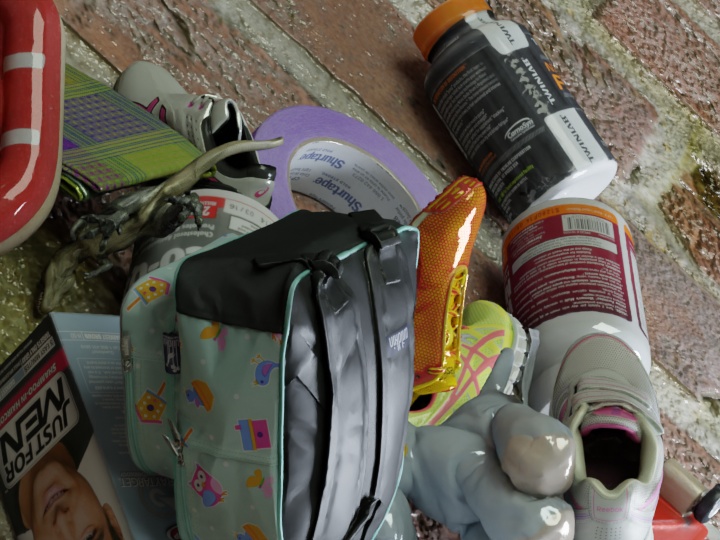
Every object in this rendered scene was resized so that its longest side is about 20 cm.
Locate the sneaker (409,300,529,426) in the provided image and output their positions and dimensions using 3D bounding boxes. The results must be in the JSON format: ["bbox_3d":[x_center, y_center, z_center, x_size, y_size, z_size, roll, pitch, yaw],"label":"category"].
[{"bbox_3d":[0.063,0.079,1.710,0.090,0.078,0.200,35,37,-11],"label":"sneaker"}]

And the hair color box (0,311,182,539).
[{"bbox_3d":[-0.162,0.136,1.401,0.061,0.099,0.200,4,52,-46],"label":"hair color box"}]

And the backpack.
[{"bbox_3d":[-0.050,0.076,1.348,0.176,0.153,0.201,-31,118,-60],"label":"backpack"}]

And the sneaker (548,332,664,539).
[{"bbox_3d":[0.174,0.112,1.577,0.081,0.088,0.200,0,46,-2],"label":"sneaker"}]

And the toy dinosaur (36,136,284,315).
[{"bbox_3d":[-0.139,-0.037,1.506,0.048,0.200,0.088,58,3,-8],"label":"toy dinosaur"}]

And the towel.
[{"bbox_3d":[-0.211,-0.104,1.588,0.200,0.023,0.143,31,26,25],"label":"towel"}]

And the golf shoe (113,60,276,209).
[{"bbox_3d":[-0.115,-0.096,1.670,0.072,0.092,0.200,10,34,-42],"label":"golf shoe"}]

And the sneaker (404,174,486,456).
[{"bbox_3d":[0.042,0.033,1.478,0.077,0.201,0.073,30,21,19],"label":"sneaker"}]

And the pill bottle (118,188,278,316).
[{"bbox_3d":[-0.107,0.050,1.529,0.114,0.114,0.200,31,37,-21],"label":"pill bottle"}]

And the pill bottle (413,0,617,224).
[{"bbox_3d":[0.124,-0.139,1.964,0.106,0.106,0.200,-12,65,-51],"label":"pill bottle"}]

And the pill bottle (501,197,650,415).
[{"bbox_3d":[0.172,0.046,1.826,0.109,0.110,0.200,26,40,-26],"label":"pill bottle"}]

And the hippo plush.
[{"bbox_3d":[0.050,0.136,1.552,0.160,0.159,0.201,1,77,-12],"label":"hippo plush"}]

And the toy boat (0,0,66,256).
[{"bbox_3d":[-0.265,-0.105,1.462,0.131,0.130,0.201,40,46,-64],"label":"toy boat"}]

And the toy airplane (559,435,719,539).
[{"bbox_3d":[0.211,0.210,1.706,0.199,0.141,0.200,41,-3,-25],"label":"toy airplane"}]

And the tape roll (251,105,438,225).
[{"bbox_3d":[-0.017,-0.027,1.742,0.200,0.066,0.201,27,39,-24],"label":"tape roll"}]
